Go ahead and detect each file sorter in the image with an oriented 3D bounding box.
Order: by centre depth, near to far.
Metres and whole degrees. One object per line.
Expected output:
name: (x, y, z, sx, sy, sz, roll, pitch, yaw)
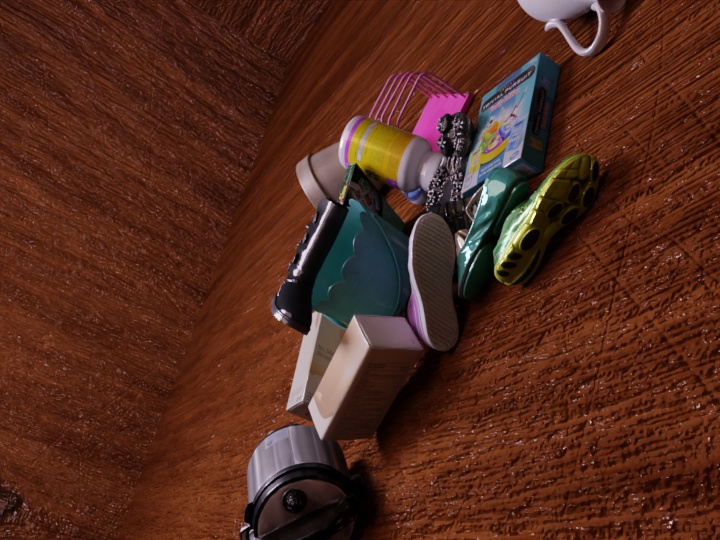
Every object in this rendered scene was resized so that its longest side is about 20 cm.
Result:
file sorter: (0.113, -0.325, 1.433, 0.141, 0.123, 0.200, -62, 20, 4)

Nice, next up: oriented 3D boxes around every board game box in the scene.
board game box: (0.239, -0.224, 1.115, 0.150, 0.046, 0.204, -30, 40, 57)
board game box: (0.021, -0.100, 1.320, 0.023, 0.200, 0.107, -5, 56, 32)

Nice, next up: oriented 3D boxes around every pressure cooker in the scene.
pressure cooker: (-0.093, 0.358, 1.078, 0.179, 0.175, 0.200, -64, 17, 9)

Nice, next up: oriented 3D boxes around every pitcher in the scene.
pitcher: (0.321, -0.420, 1.066, 0.199, 0.119, 0.176, 33, 112, 59)

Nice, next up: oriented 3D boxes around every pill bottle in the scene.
pill bottle: (0.063, -0.210, 1.293, 0.104, 0.197, 0.106, -45, -31, -38)

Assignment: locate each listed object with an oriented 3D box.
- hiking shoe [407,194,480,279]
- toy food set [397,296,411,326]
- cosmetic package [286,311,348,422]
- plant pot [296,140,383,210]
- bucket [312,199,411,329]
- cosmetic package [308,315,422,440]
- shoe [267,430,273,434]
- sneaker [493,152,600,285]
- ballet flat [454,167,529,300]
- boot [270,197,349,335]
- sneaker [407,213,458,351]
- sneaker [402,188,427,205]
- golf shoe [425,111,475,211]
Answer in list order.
hiking shoe: (0.155, -0.078, 1.064, 0.202, 0.099, 0.076, -56, 15, 28)
toy food set: (0.031, 0.119, 1.237, 0.197, 0.048, 0.204, -28, 41, 58)
cosmetic package: (-0.064, 0.183, 1.324, 0.071, 0.104, 0.204, -36, 36, 48)
plant pot: (-0.024, -0.220, 1.604, 0.172, 0.200, 0.202, -36, 30, 20)
bucket: (0.000, 0.000, 1.188, 0.208, 0.133, 0.210, -51, 24, 34)
cosmetic package: (0.004, 0.170, 1.086, 0.203, 0.103, 0.072, -63, 38, 28)
shoe: (-0.180, 0.388, 1.443, 0.071, 0.053, 0.200, -61, 21, 9)
sneaker: (0.234, -0.076, 0.920, 0.202, 0.073, 0.084, -55, 26, 25)
ballet flat: (0.176, -0.058, 1.006, 0.070, 0.066, 0.204, 41, 122, 36)
boot: (-0.072, -0.013, 1.112, 0.203, 0.065, 0.165, -60, 22, 4)
sneaker: (0.097, 0.015, 1.072, 0.114, 0.071, 0.207, -162, 69, -76)
sneaker: (0.065, -0.211, 1.391, 0.082, 0.144, 0.201, -57, 21, 17)
golf shoe: (0.170, -0.169, 1.210, 0.076, 0.094, 0.206, 16, 104, 30)
